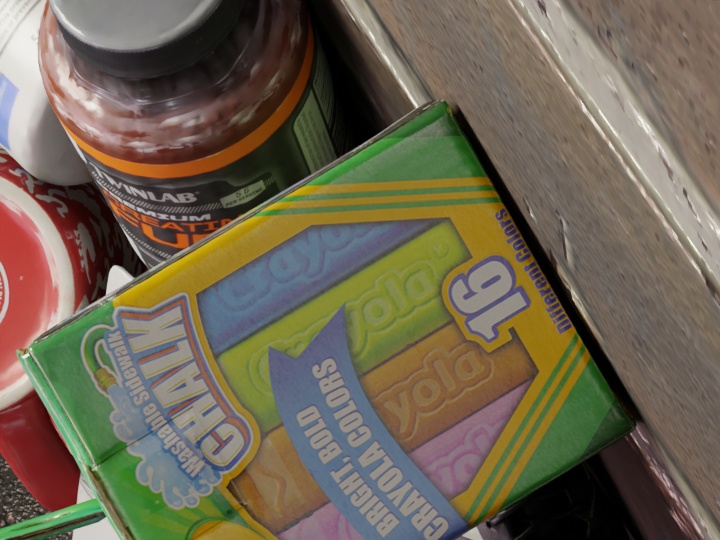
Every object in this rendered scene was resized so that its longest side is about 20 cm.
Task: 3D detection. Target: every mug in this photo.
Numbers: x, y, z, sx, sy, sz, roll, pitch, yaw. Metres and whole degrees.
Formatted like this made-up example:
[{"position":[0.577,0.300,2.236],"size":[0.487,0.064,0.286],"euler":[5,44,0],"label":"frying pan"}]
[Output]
[{"position":[-0.149,0.015,1.157],"size":[0.178,0.133,0.200],"euler":[45,-175,-1],"label":"mug"}]

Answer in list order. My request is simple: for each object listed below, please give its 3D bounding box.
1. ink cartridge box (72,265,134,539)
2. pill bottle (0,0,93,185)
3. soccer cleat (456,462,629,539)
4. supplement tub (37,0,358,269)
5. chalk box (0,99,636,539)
[{"position":[-0.061,0.100,1.085],"size":[0.116,0.067,0.201],"euler":[37,129,37],"label":"ink cartridge box"},{"position":[-0.162,-0.140,1.104],"size":[0.200,0.114,0.114],"euler":[44,170,21],"label":"pill bottle"},{"position":[0.048,0.067,0.940],"size":[0.201,0.067,0.081],"euler":[61,170,2],"label":"soccer cleat"},{"position":[-0.063,-0.068,0.996],"size":[0.107,0.107,0.200],"euler":[57,175,26],"label":"supplement tub"},{"position":[-0.033,0.050,0.832],"size":[0.124,0.200,0.124],"euler":[59,176,-2],"label":"chalk box"}]
